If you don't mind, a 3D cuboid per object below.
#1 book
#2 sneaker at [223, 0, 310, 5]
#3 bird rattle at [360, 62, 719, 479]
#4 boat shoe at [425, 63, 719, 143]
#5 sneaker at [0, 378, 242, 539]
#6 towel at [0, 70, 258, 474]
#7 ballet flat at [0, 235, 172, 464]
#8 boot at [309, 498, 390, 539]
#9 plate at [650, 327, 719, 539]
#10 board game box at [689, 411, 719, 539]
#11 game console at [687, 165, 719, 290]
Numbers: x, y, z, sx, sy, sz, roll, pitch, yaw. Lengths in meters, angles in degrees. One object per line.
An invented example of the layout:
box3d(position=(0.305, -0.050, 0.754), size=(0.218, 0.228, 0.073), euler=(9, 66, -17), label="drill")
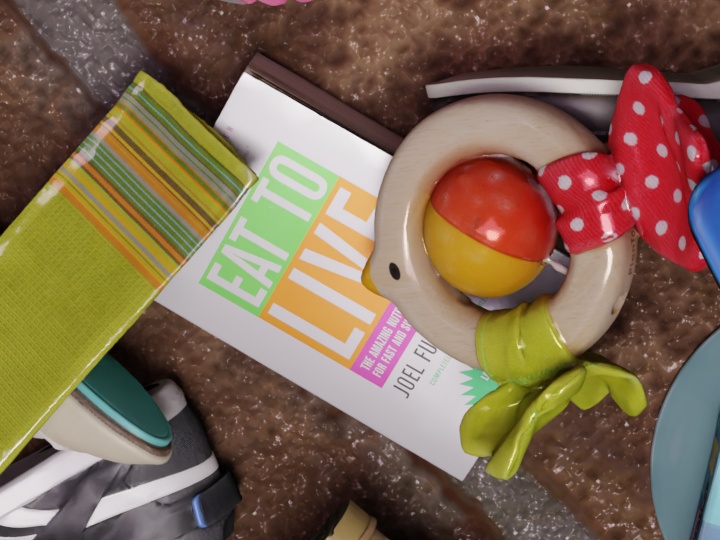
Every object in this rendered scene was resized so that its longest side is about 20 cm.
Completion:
box3d(position=(0.000, 0.000, 1.028), size=(0.199, 0.048, 0.134), euler=(29, 108, -3), label="book")
box3d(position=(-0.004, -0.196, 0.971), size=(0.199, 0.079, 0.096), euler=(-22, 78, 13), label="sneaker")
box3d(position=(0.079, -0.011, 0.927), size=(0.162, 0.113, 0.201), euler=(31, 124, 18), label="bird rattle")
box3d(position=(0.131, -0.067, 0.974), size=(0.200, 0.072, 0.061), euler=(1, 101, 6), label="boat shoe")
box3d(position=(-0.155, 0.152, 1.071), size=(0.199, 0.073, 0.112), euler=(-29, 97, 13), label="sneaker")
box3d(position=(-0.142, 0.002, 0.981), size=(0.086, 0.018, 0.200), euler=(41, 89, 23), label="towel")
box3d(position=(-0.172, 0.042, 1.028), size=(0.200, 0.069, 0.070), euler=(47, 108, 23), label="ballet flat")
box3d(position=(0.018, 0.237, 1.009), size=(0.200, 0.066, 0.175), euler=(42, 106, -3), label="boot")
box3d(position=(0.246, 0.105, 1.026), size=(0.199, 0.026, 0.202), euler=(2, 104, 8), label="plate")
box3d(position=(0.258, 0.167, 1.003), size=(0.199, 0.047, 0.152), euler=(12, 107, 5), label="board game box")
box3d(position=(0.233, 0.003, 0.918), size=(0.118, 0.171, 0.201), euler=(-25, 104, 13), label="game console")
